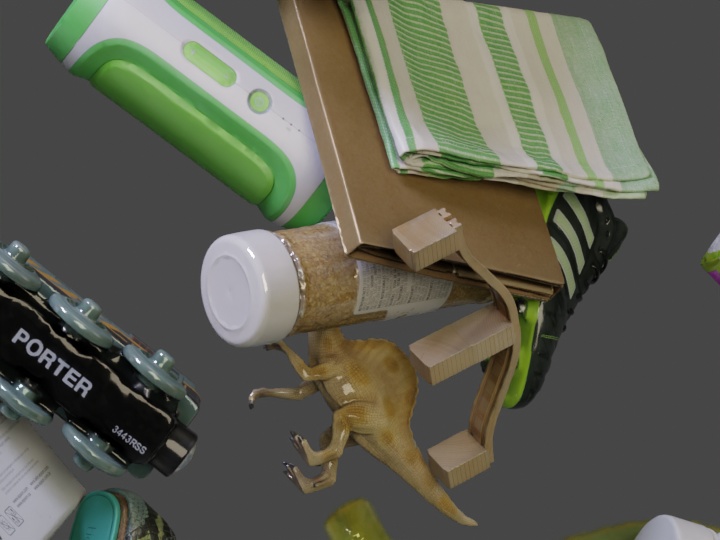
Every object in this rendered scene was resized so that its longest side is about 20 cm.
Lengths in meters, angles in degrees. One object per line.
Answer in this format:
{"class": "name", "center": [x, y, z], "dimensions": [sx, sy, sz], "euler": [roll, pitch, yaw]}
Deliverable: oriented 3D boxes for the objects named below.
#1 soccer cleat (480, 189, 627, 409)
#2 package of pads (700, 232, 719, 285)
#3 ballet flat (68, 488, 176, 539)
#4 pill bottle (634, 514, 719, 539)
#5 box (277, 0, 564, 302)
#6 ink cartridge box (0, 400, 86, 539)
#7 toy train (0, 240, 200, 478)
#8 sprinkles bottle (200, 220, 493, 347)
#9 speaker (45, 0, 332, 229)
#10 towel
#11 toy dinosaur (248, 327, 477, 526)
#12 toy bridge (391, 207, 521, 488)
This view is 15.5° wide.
{"class": "soccer cleat", "center": [0.128, -0.005, 1.698], "dimensions": [0.081, 0.067, 0.201], "euler": [17, 74, -24]}
{"class": "package of pads", "center": [0.338, -0.029, 1.769], "dimensions": [0.154, 0.068, 0.200], "euler": [45, 69, -7]}
{"class": "ballet flat", "center": [-0.159, 0.230, 1.558], "dimensions": [0.074, 0.074, 0.201], "euler": [24, 82, -13]}
{"class": "pill bottle", "center": [0.266, 0.227, 1.671], "dimensions": [0.199, 0.114, 0.115], "euler": [18, 75, -15]}
{"class": "box", "center": [0.036, -0.080, 1.634], "dimensions": [0.163, 0.021, 0.201], "euler": [11, 50, -36]}
{"class": "ink cartridge box", "center": [-0.253, 0.089, 1.493], "dimensions": [0.043, 0.196, 0.200], "euler": [-40, 93, 15]}
{"class": "toy train", "center": [-0.179, 0.048, 1.560], "dimensions": [0.200, 0.114, 0.085], "euler": [38, 93, -5]}
{"class": "sprinkles bottle", "center": [0.000, 0.000, 1.621], "dimensions": [0.199, 0.068, 0.069], "euler": [-9, 83, -38]}
{"class": "speaker", "center": [-0.093, -0.109, 1.631], "dimensions": [0.200, 0.088, 0.089], "euler": [37, 71, -9]}
{"class": "towel", "center": [0.086, -0.114, 1.661], "dimensions": [0.199, 0.023, 0.153], "euler": [5, 51, -33]}
{"class": "toy dinosaur", "center": [-0.001, 0.092, 1.639], "dimensions": [0.101, 0.058, 0.201], "euler": [-33, 91, -22]}
{"class": "toy bridge", "center": [0.063, 0.044, 1.591], "dimensions": [0.067, 0.027, 0.201], "euler": [-27, 133, -19]}
